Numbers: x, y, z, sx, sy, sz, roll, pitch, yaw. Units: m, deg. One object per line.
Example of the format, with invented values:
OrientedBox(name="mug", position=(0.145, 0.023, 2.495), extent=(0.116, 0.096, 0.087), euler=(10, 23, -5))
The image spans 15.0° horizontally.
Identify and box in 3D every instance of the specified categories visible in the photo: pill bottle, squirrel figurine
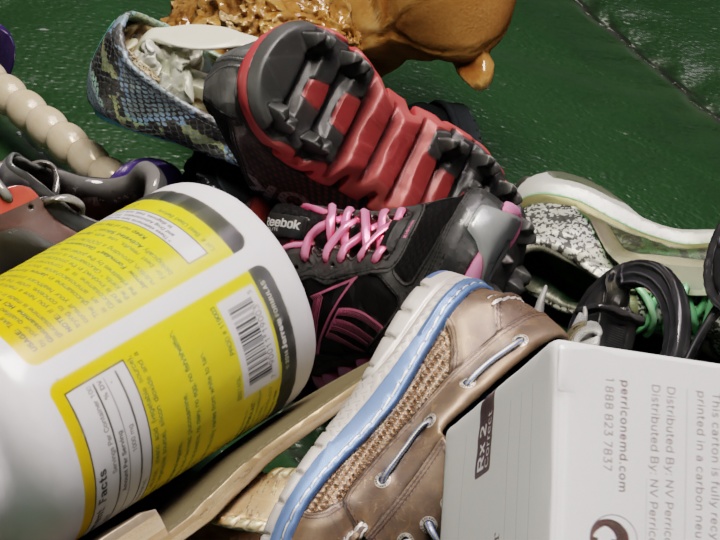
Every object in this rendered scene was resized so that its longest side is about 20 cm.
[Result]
OrientedBox(name="pill bottle", position=(-0.124, 0.050, 1.150), extent=(0.112, 0.113, 0.200), euler=(34, 47, 31))
OrientedBox(name="squirrel figurine", position=(-0.010, -0.139, 1.531), extent=(0.186, 0.142, 0.200), euler=(12, 36, 45))

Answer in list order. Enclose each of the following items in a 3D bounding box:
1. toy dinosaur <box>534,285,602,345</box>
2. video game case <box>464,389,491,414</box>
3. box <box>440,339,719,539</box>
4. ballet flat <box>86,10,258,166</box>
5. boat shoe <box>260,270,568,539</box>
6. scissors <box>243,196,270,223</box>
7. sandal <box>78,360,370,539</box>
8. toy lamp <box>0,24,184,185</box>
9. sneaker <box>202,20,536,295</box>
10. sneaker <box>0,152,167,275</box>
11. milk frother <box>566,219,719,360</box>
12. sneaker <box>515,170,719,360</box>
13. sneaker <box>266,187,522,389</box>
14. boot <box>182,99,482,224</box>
OrientedBox(name="toy dinosaur", position=(0.030, 0.093, 1.239), extent=(0.200, 0.077, 0.102), euler=(-21, 34, -4))
OrientedBox(name="video game case", position=(0.141, 0.136, 1.170), extent=(0.199, 0.023, 0.183), euler=(7, 59, -19))
OrientedBox(name="box", position=(0.139, 0.148, 1.021), extent=(0.199, 0.131, 0.199), euler=(8, 69, -14))
OrientedBox(name="ballet flat", position=(-0.044, -0.081, 1.381), extent=(0.200, 0.074, 0.074), euler=(17, 27, 4))
OrientedBox(name="boat shoe", position=(0.020, 0.092, 1.113), extent=(0.072, 0.200, 0.072), euler=(16, -19, 33))
OrientedBox(name="scissors", position=(-0.092, 0.042, 1.284), extent=(0.014, 0.073, 0.200), euler=(36, 54, -14))
OrientedBox(name="sandal", position=(-0.046, 0.111, 1.155), extent=(0.212, 0.078, 0.070), euler=(-31, 93, -32))
OrientedBox(name="toy lamp", position=(-0.175, -0.084, 1.457), extent=(0.058, 0.058, 0.200), euler=(-14, 39, -45))
OrientedBox(name="sneaker", position=(0.001, -0.050, 1.322), extent=(0.200, 0.071, 0.098), euler=(38, -19, -31))
OrientedBox(name="sneaker", position=(-0.178, -0.022, 1.235), extent=(0.200, 0.082, 0.077), euler=(-7, 40, -20))
OrientedBox(name="milk frother", position=(0.231, 0.051, 1.365), extent=(0.188, 0.181, 0.200), euler=(43, -17, -26))
OrientedBox(name="sneaker", position=(0.153, 0.017, 1.448), extent=(0.200, 0.077, 0.089), euler=(18, 33, 19))
OrientedBox(name="sneaker", position=(0.000, 0.000, 1.256), extent=(0.095, 0.200, 0.079), euler=(39, 60, -9))
OrientedBox(name="boot", position=(-0.015, -0.041, 1.458), extent=(0.162, 0.074, 0.198), euler=(5, 27, -10))
